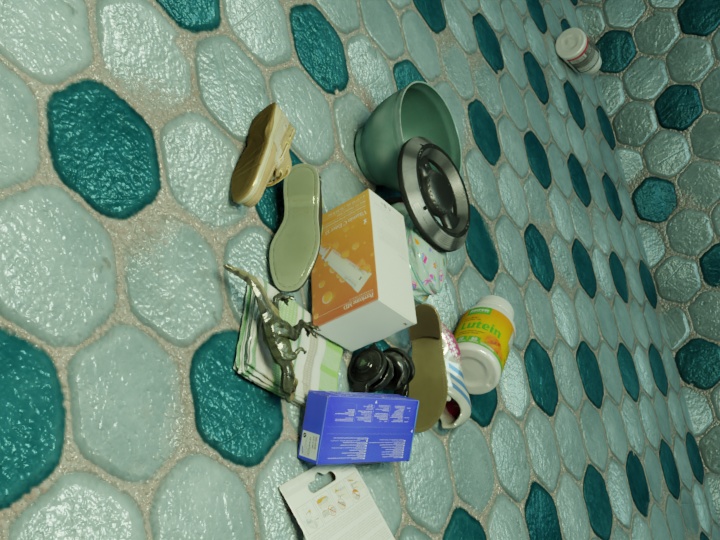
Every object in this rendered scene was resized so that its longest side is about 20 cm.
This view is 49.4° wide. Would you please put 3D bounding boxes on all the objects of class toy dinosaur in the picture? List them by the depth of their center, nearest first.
[{"bbox_3d":[-0.107,0.070,1.041,0.088,0.047,0.201,-27,94,-53],"label":"toy dinosaur"}]

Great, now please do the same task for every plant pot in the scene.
[{"bbox_3d":[0.076,-0.225,1.417,0.200,0.134,0.202,18,67,-49],"label":"plant pot"}]

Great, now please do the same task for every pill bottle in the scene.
[{"bbox_3d":[0.233,0.133,1.497,0.111,0.111,0.200,59,34,-17],"label":"pill bottle"},{"bbox_3d":[0.769,-0.757,2.736,0.200,0.110,0.111,16,61,-52],"label":"pill bottle"}]

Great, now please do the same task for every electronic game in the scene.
[{"bbox_3d":[0.124,-0.128,1.308,0.200,0.041,0.201,30,51,-44],"label":"electronic game"}]

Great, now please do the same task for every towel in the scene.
[{"bbox_3d":[-0.091,0.112,1.105,0.200,0.031,0.150,37,46,-41],"label":"towel"}]

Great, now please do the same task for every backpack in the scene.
[{"bbox_3d":[0.076,-0.025,1.324,0.167,0.126,0.200,53,30,-20],"label":"backpack"}]

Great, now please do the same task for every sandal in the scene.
[{"bbox_3d":[0.114,0.161,1.324,0.070,0.077,0.213,-5,96,-76],"label":"sandal"}]

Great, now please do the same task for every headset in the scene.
[{"bbox_3d":[0.045,0.153,1.225,0.123,0.094,0.201,9,78,-54],"label":"headset"}]

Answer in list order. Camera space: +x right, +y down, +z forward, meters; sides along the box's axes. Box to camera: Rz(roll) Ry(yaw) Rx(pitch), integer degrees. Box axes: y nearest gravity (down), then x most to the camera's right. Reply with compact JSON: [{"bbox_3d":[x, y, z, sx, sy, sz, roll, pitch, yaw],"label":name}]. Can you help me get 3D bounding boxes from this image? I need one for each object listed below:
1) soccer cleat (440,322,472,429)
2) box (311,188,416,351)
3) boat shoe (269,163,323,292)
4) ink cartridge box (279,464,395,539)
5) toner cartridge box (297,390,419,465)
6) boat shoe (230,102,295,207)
[{"bbox_3d":[0.144,0.182,1.376,0.086,0.070,0.201,-25,95,-59],"label":"soccer cleat"},{"bbox_3d":[0.000,0.000,1.190,0.097,0.124,0.201,33,41,-43],"label":"box"},{"bbox_3d":[-0.088,-0.056,1.157,0.061,0.071,0.202,74,21,-67],"label":"boat shoe"},{"bbox_3d":[-0.029,0.367,1.073,0.162,0.050,0.201,-13,67,-56],"label":"ink cartridge box"},{"bbox_3d":[0.001,0.226,1.127,0.199,0.043,0.096,13,86,-47],"label":"toner cartridge box"},{"bbox_3d":[-0.132,-0.161,1.143,0.069,0.074,0.201,40,43,-30],"label":"boat shoe"}]
